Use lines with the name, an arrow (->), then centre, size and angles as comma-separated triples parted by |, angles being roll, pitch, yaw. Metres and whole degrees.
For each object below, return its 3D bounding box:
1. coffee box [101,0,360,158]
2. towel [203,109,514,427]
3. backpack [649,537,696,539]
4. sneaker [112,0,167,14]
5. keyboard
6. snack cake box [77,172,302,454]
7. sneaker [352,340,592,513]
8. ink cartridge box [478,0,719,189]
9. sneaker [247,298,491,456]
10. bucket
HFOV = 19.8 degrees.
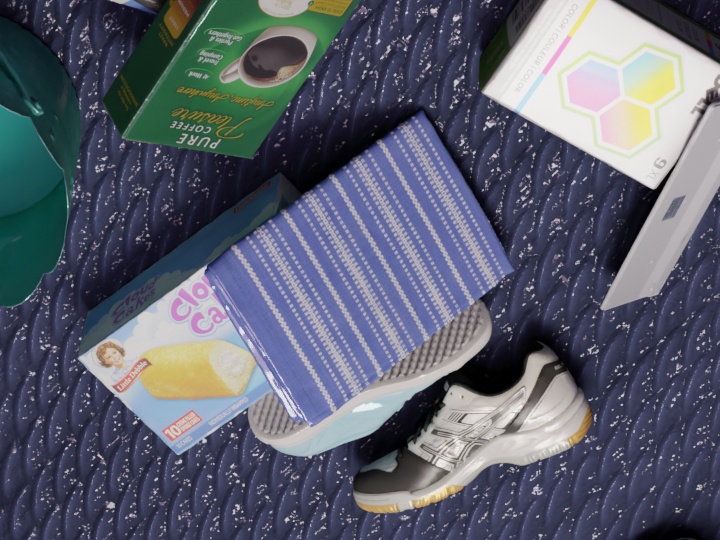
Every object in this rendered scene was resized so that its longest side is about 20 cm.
coffee box -> -0.076, -0.166, 1.388 | 0.122, 0.044, 0.200 | 4, 133, -44
towel -> 0.000, 0.000, 1.472 | 0.200, 0.024, 0.145 | -36, 109, -13
backpack -> 0.262, 0.340, 1.658 | 0.175, 0.154, 0.200 | -36, 120, 17
sneaker -> -0.182, -0.226, 1.385 | 0.199, 0.076, 0.077 | 29, 159, -25
keyboard -> 0.226, -0.047, 1.461 | 0.056, 0.011, 0.201 | -11, 140, -33
snack cake box -> -0.099, 0.033, 1.533 | 0.200, 0.067, 0.115 | -35, 115, 22
sneaker -> 0.075, 0.117, 1.584 | 0.199, 0.076, 0.088 | -25, 102, 14
ink cartridge box -> 0.192, -0.127, 1.420 | 0.199, 0.059, 0.104 | 28, 118, -14
sneaker -> 0.013, 0.079, 1.567 | 0.199, 0.074, 0.082 | -25, 154, 9
bucket -> -0.291, -0.078, 1.435 | 0.206, 0.135, 0.208 | 1, 122, 2
